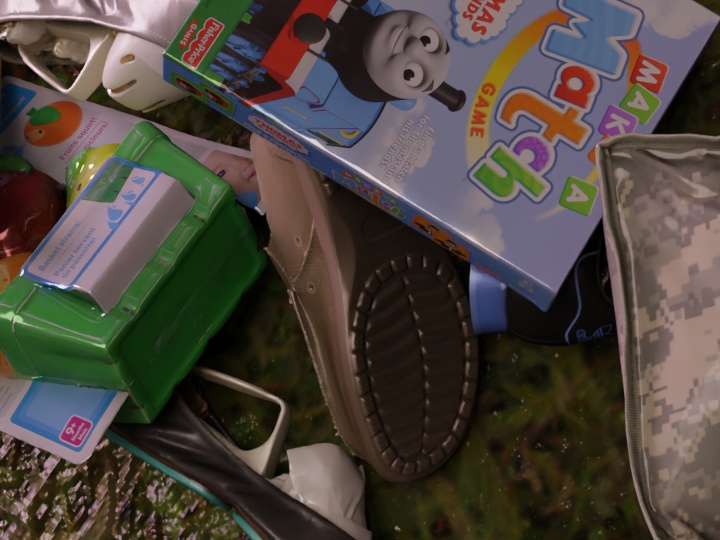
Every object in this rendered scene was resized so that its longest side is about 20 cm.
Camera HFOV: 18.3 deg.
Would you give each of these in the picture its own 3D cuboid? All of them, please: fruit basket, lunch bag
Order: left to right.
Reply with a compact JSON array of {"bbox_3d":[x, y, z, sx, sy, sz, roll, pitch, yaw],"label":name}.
[{"bbox_3d":[-0.157,-0.013,1.083,0.199,0.094,0.186,23,62,28],"label":"fruit basket"},{"bbox_3d":[0.170,0.050,0.930,0.117,0.164,0.201,-7,78,16],"label":"lunch bag"}]

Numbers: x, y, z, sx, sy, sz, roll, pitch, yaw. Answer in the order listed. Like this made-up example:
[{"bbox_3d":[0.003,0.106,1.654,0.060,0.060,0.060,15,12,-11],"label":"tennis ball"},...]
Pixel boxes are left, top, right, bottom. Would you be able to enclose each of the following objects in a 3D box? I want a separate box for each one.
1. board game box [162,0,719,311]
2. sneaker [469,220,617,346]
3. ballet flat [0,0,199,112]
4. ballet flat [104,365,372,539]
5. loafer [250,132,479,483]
[{"bbox_3d":[0.036,-0.098,0.986,0.199,0.037,0.152,31,75,4],"label":"board game box"},{"bbox_3d":[0.097,-0.064,1.036,0.077,0.070,0.201,4,83,9],"label":"sneaker"},{"bbox_3d":[-0.113,-0.108,1.091,0.200,0.067,0.064,18,77,45],"label":"ballet flat"},{"bbox_3d":[-0.045,0.099,1.058,0.200,0.068,0.069,37,87,22],"label":"ballet flat"},{"bbox_3d":[0.000,0.000,1.045,0.067,0.076,0.201,-1,103,60],"label":"loafer"}]
